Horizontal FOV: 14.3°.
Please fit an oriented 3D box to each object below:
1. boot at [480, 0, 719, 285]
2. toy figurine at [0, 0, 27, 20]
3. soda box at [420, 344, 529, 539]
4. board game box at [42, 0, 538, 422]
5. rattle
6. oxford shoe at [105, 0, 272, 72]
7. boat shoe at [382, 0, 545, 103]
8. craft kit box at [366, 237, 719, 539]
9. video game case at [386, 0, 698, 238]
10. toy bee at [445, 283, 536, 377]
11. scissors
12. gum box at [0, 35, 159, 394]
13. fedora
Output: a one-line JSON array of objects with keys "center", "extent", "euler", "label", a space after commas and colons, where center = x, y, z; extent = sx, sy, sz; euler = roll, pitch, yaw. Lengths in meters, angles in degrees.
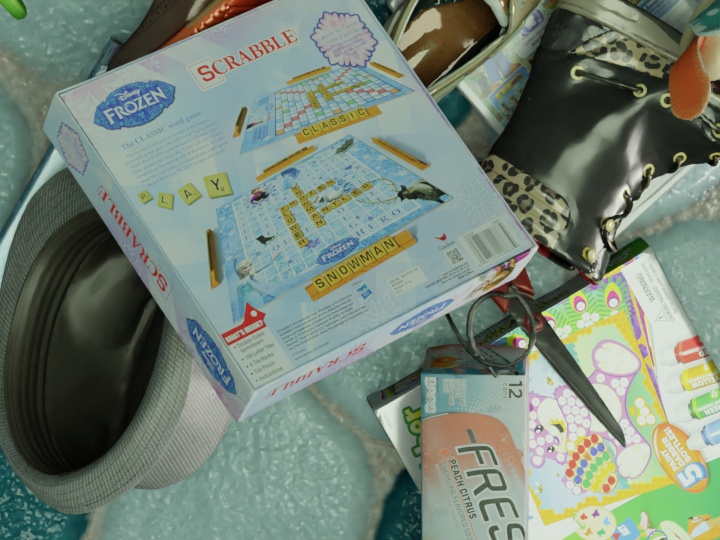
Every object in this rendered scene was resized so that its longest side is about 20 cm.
[{"center": [0.170, -0.060, 1.683], "extent": [0.199, 0.073, 0.151], "euler": [33, 87, -6], "label": "boot"}, {"center": [-0.171, -0.267, 1.585], "extent": [0.184, 0.200, 0.150], "euler": [-37, 137, 0], "label": "toy figurine"}, {"center": [0.068, 0.148, 1.686], "extent": [0.063, 0.068, 0.201], "euler": [0, 102, 5], "label": "soda box"}, {"center": [-0.038, -0.045, 1.561], "extent": [0.199, 0.041, 0.200], "euler": [-25, 73, -30], "label": "board game box"}, {"center": [0.184, -0.176, 1.611], "extent": [0.143, 0.130, 0.200], "euler": [44, 54, 6], "label": "rattle"}, {"center": [-0.080, -0.171, 1.613], "extent": [0.200, 0.071, 0.073], "euler": [-42, 76, 21], "label": "oxford shoe"}, {"center": [0.073, -0.164, 1.665], "extent": [0.075, 0.068, 0.200], "euler": [37, 93, -10], "label": "boat shoe"}, {"center": [0.136, 0.115, 1.749], "extent": [0.197, 0.049, 0.201], "euler": [-31, 101, 2], "label": "craft kit box"}, {"center": [0.132, -0.133, 1.721], "extent": [0.143, 0.018, 0.200], "euler": [-41, 101, 1], "label": "video game case"}, {"center": [0.000, 0.000, 1.658], "extent": [0.131, 0.109, 0.200], "euler": [-42, 88, 6], "label": "toy bee"}, {"center": [0.091, 0.025, 1.707], "extent": [0.073, 0.014, 0.201], "euler": [-20, 78, -6], "label": "scissors"}, {"center": [-0.123, -0.009, 1.697], "extent": [0.169, 0.045, 0.201], "euler": [29, 95, -11], "label": "gum box"}, {"center": [-0.127, 0.043, 1.621], "extent": [0.090, 0.176, 0.201], "euler": [19, 62, -43], "label": "fedora"}]
